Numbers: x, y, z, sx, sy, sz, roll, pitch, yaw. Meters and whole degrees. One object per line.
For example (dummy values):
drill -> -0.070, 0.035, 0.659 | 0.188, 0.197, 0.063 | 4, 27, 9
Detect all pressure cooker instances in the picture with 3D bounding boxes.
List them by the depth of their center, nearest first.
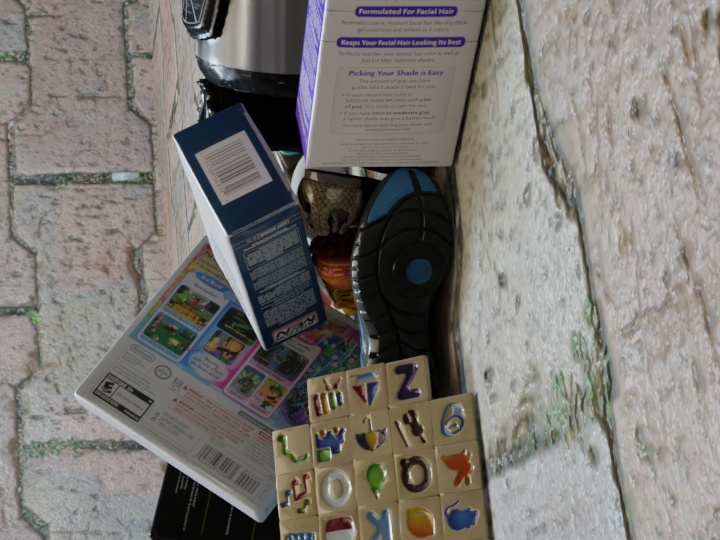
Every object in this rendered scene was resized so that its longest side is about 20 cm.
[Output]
pressure cooker -> -0.041, -0.242, 1.217 | 0.179, 0.175, 0.201 | -38, -46, -63

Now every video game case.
video game case -> -0.105, 0.084, 1.336 | 0.182, 0.199, 0.024 | -52, -25, -21

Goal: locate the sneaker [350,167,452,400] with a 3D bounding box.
sneaker -> 0.024, 0.017, 1.204 | 0.082, 0.073, 0.201 | -112, 24, -70

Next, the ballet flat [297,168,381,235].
ballet flat -> -0.010, -0.050, 1.235 | 0.200, 0.067, 0.047 | -14, -67, -81

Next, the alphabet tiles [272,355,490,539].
alphabet tiles -> 0.013, 0.166, 1.145 | 0.006, 0.166, 0.201 | 21, -121, -58

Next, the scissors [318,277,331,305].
scissors -> -0.063, -0.042, 1.553 | 0.200, 0.014, 0.074 | 63, -160, -49

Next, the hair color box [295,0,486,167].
hair color box -> 0.020, -0.164, 1.091 | 0.201, 0.109, 0.065 | 100, 164, -45

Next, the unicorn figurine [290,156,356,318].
unicorn figurine -> -0.048, -0.070, 1.447 | 0.074, 0.136, 0.201 | 150, 132, -88

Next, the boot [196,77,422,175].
boot -> -0.043, -0.117, 1.266 | 0.198, 0.161, 0.074 | -144, 59, -74

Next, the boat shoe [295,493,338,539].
boat shoe -> 0.019, 0.161, 1.262 | 0.202, 0.086, 0.075 | -38, -55, -69

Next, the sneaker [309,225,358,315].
sneaker -> 0.000, 0.000, 1.311 | 0.200, 0.072, 0.078 | -45, -49, -84

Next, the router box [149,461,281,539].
router box -> -0.079, 0.143, 1.345 | 0.051, 0.148, 0.201 | 70, -152, -61

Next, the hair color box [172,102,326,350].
hair color box -> -0.082, -0.029, 1.245 | 0.100, 0.060, 0.200 | 60, 171, 25

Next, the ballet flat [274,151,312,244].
ballet flat -> -0.045, -0.102, 1.545 | 0.069, 0.069, 0.201 | 124, 141, -70
